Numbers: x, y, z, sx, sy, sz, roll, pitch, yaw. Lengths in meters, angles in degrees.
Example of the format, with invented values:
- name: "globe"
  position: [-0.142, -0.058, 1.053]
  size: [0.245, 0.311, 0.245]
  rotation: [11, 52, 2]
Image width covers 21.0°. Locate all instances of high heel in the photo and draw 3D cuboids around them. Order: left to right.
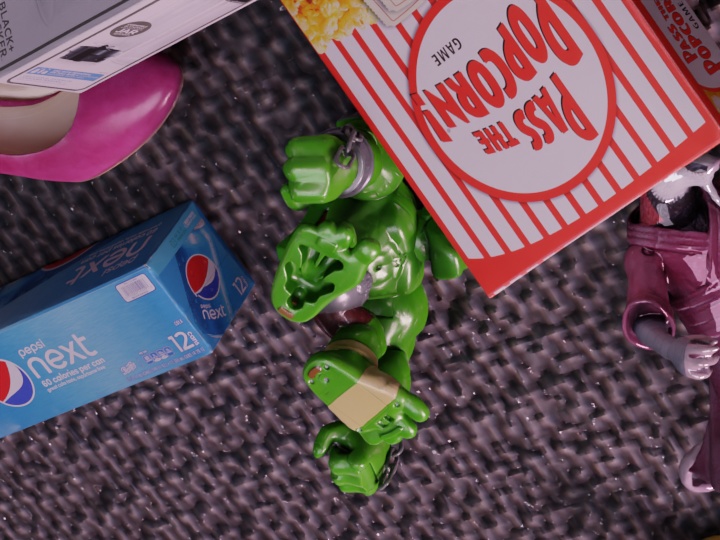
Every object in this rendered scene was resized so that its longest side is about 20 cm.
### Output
- name: "high heel"
  position: [-0.187, -0.089, 1.002]
  size: [0.200, 0.068, 0.096]
  rotation: [-6, 157, 38]

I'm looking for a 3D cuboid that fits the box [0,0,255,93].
- name: "box"
  position: [-0.090, -0.170, 0.884]
  size: [0.200, 0.060, 0.117]
  rotation: [-24, 75, 34]

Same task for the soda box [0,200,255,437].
- name: "soda box"
  position: [-0.161, 0.033, 1.099]
  size: [0.200, 0.068, 0.064]
  rotation: [-22, 114, 33]

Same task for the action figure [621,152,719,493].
- name: "action figure"
  position: [0.185, 0.009, 0.945]
  size: [0.200, 0.134, 0.149]
  rotation: [56, 169, -7]

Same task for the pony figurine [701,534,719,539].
- name: "pony figurine"
  position: [0.245, 0.233, 1.050]
  size: [0.200, 0.166, 0.193]
  rotation: [9, 122, 35]

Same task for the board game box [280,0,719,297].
- name: "board game box"
  position: [0.062, -0.110, 0.878]
  size: [0.151, 0.046, 0.200]
  rotation: [-37, 88, 38]

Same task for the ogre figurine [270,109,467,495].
- name: "ogre figurine"
  position: [0.000, 0.000, 0.975]
  size: [0.098, 0.120, 0.200]
  rotation: [-15, 120, 26]
